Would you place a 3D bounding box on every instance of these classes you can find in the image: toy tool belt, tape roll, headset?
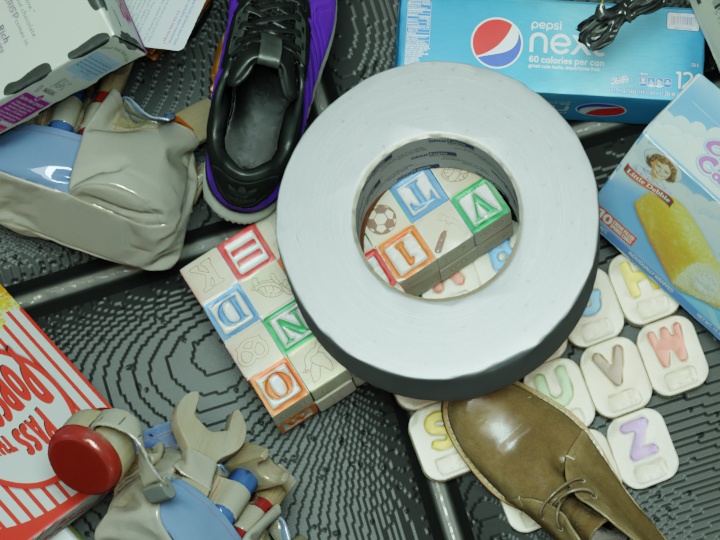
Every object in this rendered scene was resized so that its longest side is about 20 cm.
[{"bbox_3d":[-0.191,-0.086,1.606,0.199,0.125,0.123,17,56,3],"label":"toy tool belt"},{"bbox_3d":[0.049,-0.024,1.539,0.199,0.066,0.202,-1,75,5],"label":"tape roll"},{"bbox_3d":[-0.103,0.144,1.535,0.124,0.123,0.201,-19,113,37],"label":"toy tool belt"},{"bbox_3d":[0.153,-0.224,1.591,0.094,0.123,0.201,-37,41,17],"label":"headset"}]

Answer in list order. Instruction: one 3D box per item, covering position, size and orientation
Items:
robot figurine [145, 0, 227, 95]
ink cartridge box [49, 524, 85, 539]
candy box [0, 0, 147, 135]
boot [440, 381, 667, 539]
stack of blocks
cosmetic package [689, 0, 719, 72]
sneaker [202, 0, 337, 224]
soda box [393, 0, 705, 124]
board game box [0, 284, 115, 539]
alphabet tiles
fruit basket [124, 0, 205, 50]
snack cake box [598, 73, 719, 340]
[{"bbox_3d":[-0.065,-0.211,1.640,0.144,0.058,0.201,30,83,2],"label":"robot figurine"},{"bbox_3d":[-0.267,0.219,1.587,0.198,0.047,0.200,-43,81,-4],"label":"ink cartridge box"},{"bbox_3d":[-0.246,-0.147,1.505,0.199,0.061,0.137,-27,77,12],"label":"candy box"},{"bbox_3d":[0.131,0.139,1.571,0.200,0.075,0.074,45,91,2],"label":"boot"},{"bbox_3d":[0.000,0.000,1.601,0.199,0.059,0.115,-33,75,-4],"label":"stack of blocks"},{"bbox_3d":[0.320,-0.183,1.587,0.199,0.087,0.104,-23,85,-23],"label":"cosmetic package"},{"bbox_3d":[-0.054,-0.134,1.550,0.069,0.100,0.202,8,80,0],"label":"sneaker"},{"bbox_3d":[0.121,-0.137,1.623,0.198,0.068,0.065,4,80,1],"label":"soda box"},{"bbox_3d":[-0.249,0.084,1.559,0.200,0.151,0.046,47,129,5],"label":"board game box"},{"bbox_3d":[0.120,0.061,1.622,0.199,0.015,0.197,-20,82,-2],"label":"alphabet tiles"},{"bbox_3d":[-0.168,-0.212,1.593,0.199,0.094,0.186,10,56,17],"label":"fruit basket"},{"bbox_3d":[0.249,-0.014,1.574,0.200,0.115,0.067,42,62,7],"label":"snack cake box"}]
